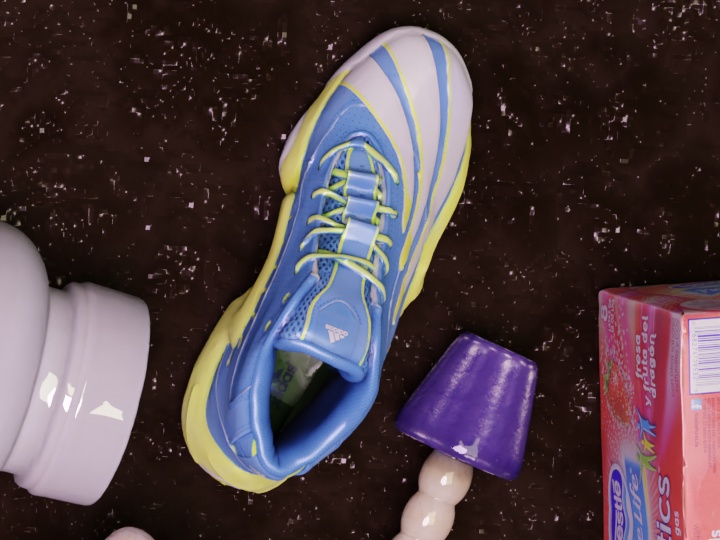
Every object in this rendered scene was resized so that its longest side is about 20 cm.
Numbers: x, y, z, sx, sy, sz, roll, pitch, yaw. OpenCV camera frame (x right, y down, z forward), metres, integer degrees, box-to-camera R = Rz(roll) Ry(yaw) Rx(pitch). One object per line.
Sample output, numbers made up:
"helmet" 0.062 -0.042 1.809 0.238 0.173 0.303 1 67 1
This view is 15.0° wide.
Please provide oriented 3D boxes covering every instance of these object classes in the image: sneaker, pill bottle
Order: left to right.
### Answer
"pill bottle" -0.185 0.024 1.020 0.199 0.112 0.113 16 91 -17
"sneaker" 0.000 0.000 1.074 0.076 0.105 0.201 23 90 -17

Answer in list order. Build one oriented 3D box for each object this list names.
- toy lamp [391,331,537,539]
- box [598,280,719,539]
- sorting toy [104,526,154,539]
"toy lamp" 0.017 0.122 1.117 0.058 0.058 0.201 24 88 -17
"box" 0.162 0.106 1.136 0.102 0.095 0.201 -4 97 -15
"sorting toy" -0.074 0.211 1.079 0.200 0.037 0.185 43 115 -13
